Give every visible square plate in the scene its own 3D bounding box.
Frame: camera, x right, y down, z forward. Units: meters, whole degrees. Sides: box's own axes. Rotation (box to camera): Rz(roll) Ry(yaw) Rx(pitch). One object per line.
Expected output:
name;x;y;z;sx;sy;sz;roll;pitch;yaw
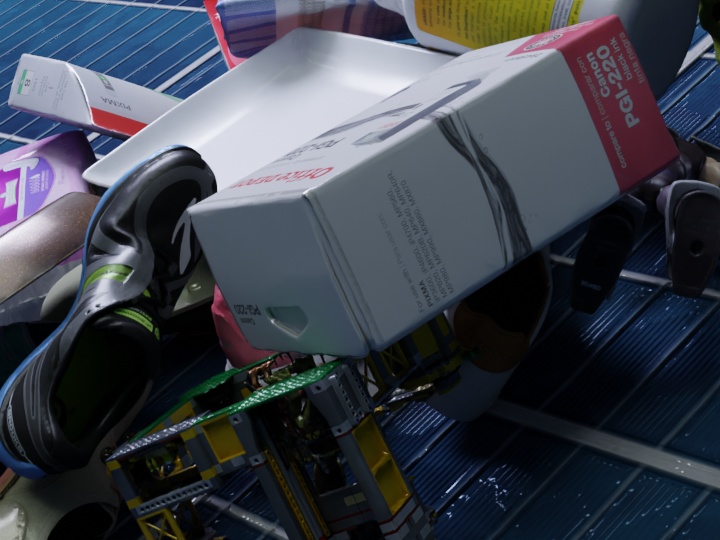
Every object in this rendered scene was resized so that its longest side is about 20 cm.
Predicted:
square plate;-0.048;-0.085;0.994;0.199;0.029;0.197;-38;35;-25

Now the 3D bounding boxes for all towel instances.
towel;-0.003;-0.182;1.136;0.197;0.024;0.147;-6;-2;-3

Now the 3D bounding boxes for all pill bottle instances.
pill bottle;0.102;-0.175;0.982;0.199;0.110;0.109;24;50;31

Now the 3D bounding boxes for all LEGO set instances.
LEGO set;-0.025;0.105;0.796;0.198;0.117;0.154;-24;7;22

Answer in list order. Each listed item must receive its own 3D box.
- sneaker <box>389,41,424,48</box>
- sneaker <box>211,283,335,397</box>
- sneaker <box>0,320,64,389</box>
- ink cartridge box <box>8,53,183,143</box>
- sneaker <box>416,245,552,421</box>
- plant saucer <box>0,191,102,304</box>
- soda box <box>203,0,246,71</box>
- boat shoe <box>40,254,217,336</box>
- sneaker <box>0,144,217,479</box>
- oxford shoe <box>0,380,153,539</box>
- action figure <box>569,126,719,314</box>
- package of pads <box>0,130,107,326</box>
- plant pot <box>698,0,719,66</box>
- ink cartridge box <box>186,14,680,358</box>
sneaker;0.070;-0.142;1.167;0.198;0.076;0.081;-8;7;34
sneaker;0.000;0.000;0.945;0.199;0.087;0.074;-30;31;-16
sneaker;-0.236;0.062;1.018;0.198;0.075;0.088;-17;24;11
ink cartridge box;-0.144;-0.111;1.170;0.160;0.051;0.199;15;0;-41
sneaker;0.086;-0.010;0.892;0.085;0.072;0.201;-55;14;42
plant saucer;-0.226;0.009;0.942;0.199;0.035;0.200;-34;6;4
soda box;-0.080;-0.174;1.303;0.063;0.071;0.200;-22;29;-2
boat shoe;-0.112;0.015;1.025;0.199;0.063;0.074;-15;49;14
sneaker;-0.124;0.024;0.851;0.082;0.071;0.201;0;57;49
oxford shoe;-0.160;0.120;0.892;0.073;0.071;0.201;15;45;17
action figure;0.160;-0.039;0.881;0.128;0.070;0.200;6;20;11
package of pads;-0.244;-0.021;1.153;0.119;0.076;0.201;-19;29;0
plant pot;0.314;-0.179;0.963;0.189;0.201;0.200;-39;31;-5
ink cartridge box;0.033;-0.042;0.785;0.199;0.086;0.145;-33;14;-25
